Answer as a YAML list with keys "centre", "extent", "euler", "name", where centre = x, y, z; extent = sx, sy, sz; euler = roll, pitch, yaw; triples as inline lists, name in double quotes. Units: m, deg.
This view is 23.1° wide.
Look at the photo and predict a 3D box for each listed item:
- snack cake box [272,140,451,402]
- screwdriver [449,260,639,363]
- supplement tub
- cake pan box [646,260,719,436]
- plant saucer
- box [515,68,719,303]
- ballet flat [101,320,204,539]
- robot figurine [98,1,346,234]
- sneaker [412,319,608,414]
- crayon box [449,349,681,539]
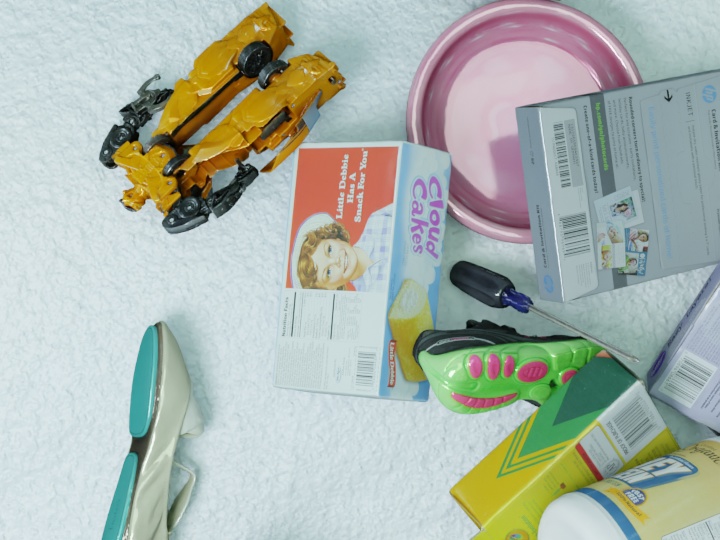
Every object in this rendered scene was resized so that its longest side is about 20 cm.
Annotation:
- centre: [0.000, 0.000, 1.405]
  extent: [0.115, 0.067, 0.201]
  euler: [2, 85, 41]
  name: "snack cake box"
- centre: [0.147, 0.036, 1.399]
  extent: [0.200, 0.029, 0.028]
  euler: [29, 79, 38]
  name: "screwdriver"
- centre: [0.252, 0.212, 1.353]
  extent: [0.199, 0.145, 0.145]
  euler: [-18, 87, -20]
  name: "supplement tub"
- centre: [0.354, 0.063, 1.416]
  extent: [0.184, 0.052, 0.201]
  euler: [28, 109, -1]
  name: "cake pan box"
- centre: [0.136, -0.121, 1.454]
  extent: [0.200, 0.051, 0.202]
  euler: [0, 87, -2]
  name: "plant saucer"
- centre: [0.226, -0.071, 1.410]
  extent: [0.199, 0.041, 0.157]
  euler: [-13, 100, -24]
  name: "box"
- centre: [-0.160, 0.143, 1.425]
  extent: [0.069, 0.069, 0.201]
  euler: [12, 88, -2]
  name: "ballet flat"
- centre: [-0.114, -0.115, 1.425]
  extent: [0.200, 0.058, 0.145]
  euler: [-44, 59, -4]
  name: "robot figurine"
- centre: [0.123, 0.069, 1.397]
  extent: [0.084, 0.199, 0.077]
  euler: [43, 114, 41]
  name: "sneaker"
- centre: [0.155, 0.171, 1.400]
  extent: [0.200, 0.127, 0.051]
  euler: [-42, 47, -5]
  name: "crayon box"
